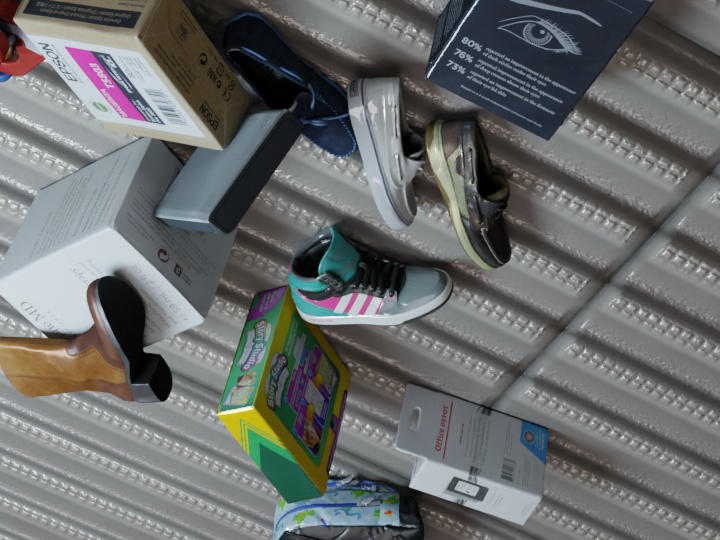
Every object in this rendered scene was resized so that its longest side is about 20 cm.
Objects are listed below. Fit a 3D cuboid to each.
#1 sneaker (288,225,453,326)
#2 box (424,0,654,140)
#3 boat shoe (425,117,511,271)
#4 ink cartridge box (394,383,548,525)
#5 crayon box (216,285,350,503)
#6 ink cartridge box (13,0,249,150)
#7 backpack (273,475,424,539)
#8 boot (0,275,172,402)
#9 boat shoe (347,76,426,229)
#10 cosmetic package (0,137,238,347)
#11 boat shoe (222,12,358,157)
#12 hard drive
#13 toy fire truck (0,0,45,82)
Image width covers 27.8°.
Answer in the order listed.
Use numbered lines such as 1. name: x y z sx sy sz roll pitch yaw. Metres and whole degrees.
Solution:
1. sneaker: 0.000 0.000 1.701 0.199 0.084 0.121 -6 141 20
2. box: 0.173 -0.250 1.402 0.147 0.105 0.200 26 133 -12
3. boat shoe: 0.132 -0.081 1.595 0.064 0.073 0.200 -9 131 27
4. ink cartridge box: 0.135 0.234 1.866 0.199 0.116 0.067 19 135 -5
5. crayon box: -0.089 0.151 1.777 0.058 0.201 0.173 -15 128 26
6. ink cartridge box: -0.230 -0.214 1.482 0.164 0.075 0.200 11 156 29
7. backpack: -0.023 0.365 2.023 0.199 0.154 0.164 -8 137 -9
8. boot: -0.331 0.077 1.644 0.199 0.069 0.189 2 143 22
9. boat shoe: 0.040 -0.127 1.578 0.065 0.072 0.201 -8 128 14
10. cosmetic package: -0.280 -0.018 1.684 0.199 0.167 0.167 -23 125 31
11. boat shoe: -0.080 -0.182 1.549 0.200 0.069 0.084 38 130 -23
12. hard drive: -0.142 -0.104 1.525 0.033 0.140 0.200 38 168 -21
13. toy fire truck: -0.424 -0.264 1.539 0.199 0.113 0.168 18 158 -3
